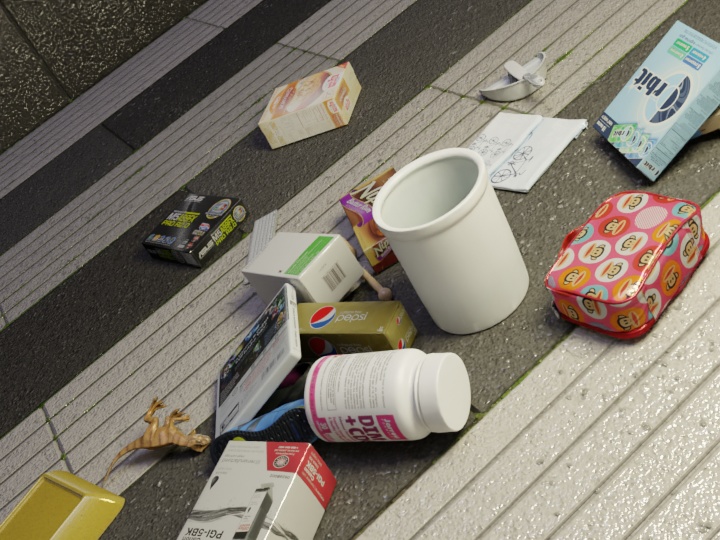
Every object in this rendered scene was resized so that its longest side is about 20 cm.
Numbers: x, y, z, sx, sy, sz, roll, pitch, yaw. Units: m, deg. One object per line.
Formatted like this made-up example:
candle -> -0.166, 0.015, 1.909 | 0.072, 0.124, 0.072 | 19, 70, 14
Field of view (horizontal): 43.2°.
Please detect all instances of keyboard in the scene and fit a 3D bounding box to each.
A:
keyboard -> -0.189, -0.047, 1.729 | 0.055, 0.011, 0.202 | -22, 34, 17

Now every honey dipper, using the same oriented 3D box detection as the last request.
honey dipper -> 0.000, 0.000, 1.485 | 0.038, 0.038, 0.200 | -35, 34, -6

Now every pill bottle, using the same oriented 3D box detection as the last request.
pill bottle -> 0.035, 0.161, 1.172 | 0.197, 0.114, 0.114 | -9, 39, 32

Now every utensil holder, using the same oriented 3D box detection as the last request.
utensil holder -> 0.132, -0.038, 1.270 | 0.167, 0.202, 0.171 | -22, 33, 15

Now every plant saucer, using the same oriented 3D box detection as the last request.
plant saucer -> -0.477, 0.390, 1.366 | 0.197, 0.049, 0.201 | 5, 48, 44

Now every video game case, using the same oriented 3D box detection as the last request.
video game case -> -0.155, 0.142, 1.361 | 0.201, 0.023, 0.183 | -51, 24, 21

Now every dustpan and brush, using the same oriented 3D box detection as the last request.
dustpan and brush -> 0.300, -0.353, 1.670 | 0.138, 0.058, 0.201 | -31, 33, 1

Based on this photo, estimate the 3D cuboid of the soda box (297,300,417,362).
soda box -> -0.017, 0.092, 1.347 | 0.197, 0.068, 0.065 | -4, 42, 37

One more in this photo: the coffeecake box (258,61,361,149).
coffeecake box -> -0.111, -0.367, 2.025 | 0.196, 0.074, 0.155 | -14, 36, 26

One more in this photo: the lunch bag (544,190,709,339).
lunch bag -> 0.333, -0.015, 1.180 | 0.200, 0.083, 0.175 | -46, 35, -20

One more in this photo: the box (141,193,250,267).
box -> -0.342, -0.086, 1.879 | 0.198, 0.045, 0.161 | 10, 52, 46

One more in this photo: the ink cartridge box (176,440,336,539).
ink cartridge box -> -0.137, 0.319, 1.137 | 0.144, 0.084, 0.202 | -6, 40, 33

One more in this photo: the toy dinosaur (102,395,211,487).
toy dinosaur -> -0.320, 0.255, 1.398 | 0.196, 0.061, 0.107 | -17, 37, 24

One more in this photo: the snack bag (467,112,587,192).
snack bag -> 0.260, -0.204, 1.546 | 0.189, 0.022, 0.198 | -46, 35, -20

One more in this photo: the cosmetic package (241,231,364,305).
cosmetic package -> -0.097, 0.003, 1.492 | 0.108, 0.085, 0.198 | -48, 28, -23

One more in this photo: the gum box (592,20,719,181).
gum box -> 0.452, -0.254, 1.346 | 0.201, 0.044, 0.171 | -52, 25, 17

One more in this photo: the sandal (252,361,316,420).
sandal -> -0.097, 0.174, 1.326 | 0.197, 0.048, 0.076 | -25, 33, 14

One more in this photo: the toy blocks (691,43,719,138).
toy blocks -> 0.535, -0.266, 1.343 | 0.135, 0.100, 0.203 | -20, 42, 41

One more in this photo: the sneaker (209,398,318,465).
sneaker -> -0.122, 0.230, 1.276 | 0.197, 0.067, 0.078 | -26, 0, 26

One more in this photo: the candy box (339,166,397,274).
candy box -> 0.042, -0.090, 1.549 | 0.115, 0.057, 0.201 | -30, 34, 4
